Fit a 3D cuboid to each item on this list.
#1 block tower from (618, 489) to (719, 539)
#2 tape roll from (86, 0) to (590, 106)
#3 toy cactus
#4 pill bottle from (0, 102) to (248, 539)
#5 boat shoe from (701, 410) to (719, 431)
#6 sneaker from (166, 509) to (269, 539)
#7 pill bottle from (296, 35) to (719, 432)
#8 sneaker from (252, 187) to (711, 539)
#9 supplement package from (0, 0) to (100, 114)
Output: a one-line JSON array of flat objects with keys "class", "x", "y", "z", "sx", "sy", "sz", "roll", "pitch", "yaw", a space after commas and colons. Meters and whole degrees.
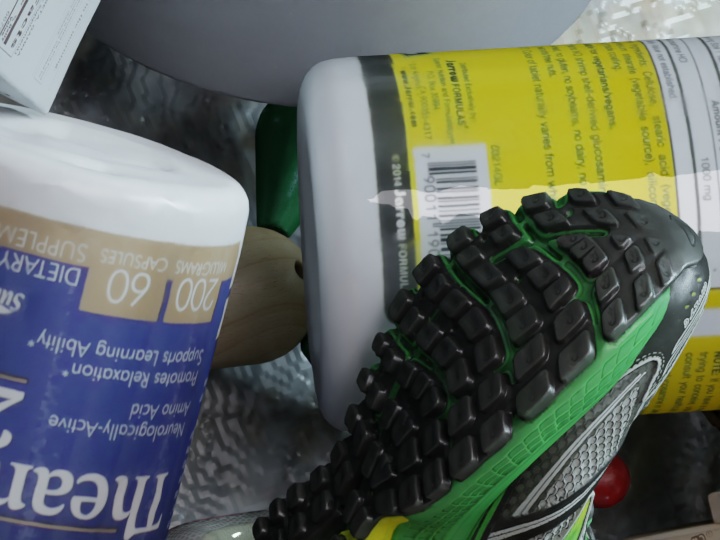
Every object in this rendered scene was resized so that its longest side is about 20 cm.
[{"class": "block tower", "x": 0.130, "y": 0.171, "z": 0.908, "sx": 0.058, "sy": 0.054, "sz": 0.201, "roll": -12, "pitch": 86, "yaw": 14}, {"class": "tape roll", "x": -0.013, "y": -0.143, "z": 0.909, "sx": 0.200, "sy": 0.066, "sz": 0.201, "roll": 3, "pitch": 45, "yaw": -3}, {"class": "toy cactus", "x": 0.000, "y": 0.000, "z": 0.916, "sx": 0.165, "sy": 0.102, "sz": 0.201, "roll": -17, "pitch": 89, "yaw": -20}, {"class": "pill bottle", "x": -0.107, "y": 0.058, "z": 0.788, "sx": 0.111, "sy": 0.111, "sz": 0.201, "roll": 11, "pitch": 99, "yaw": -22}, {"class": "boat shoe", "x": 0.126, "y": 0.002, "z": 0.933, "sx": 0.075, "sy": 0.075, "sz": 0.202, "roll": 12, "pitch": 30, "yaw": -29}, {"class": "sneaker", "x": 0.004, "y": 0.116, "z": 0.870, "sx": 0.199, "sy": 0.088, "sz": 0.082, "roll": 1, "pitch": 72, "yaw": -26}, {"class": "pill bottle", "x": 0.084, "y": -0.013, "z": 0.830, "sx": 0.199, "sy": 0.112, "sz": 0.113, "roll": -3, "pitch": 73, "yaw": -4}, {"class": "sneaker", "x": 0.037, "y": 0.058, "z": 0.767, "sx": 0.085, "sy": 0.200, "sz": 0.078, "roll": 17, "pitch": 37, "yaw": -26}, {"class": "supplement package", "x": -0.119, "y": -0.172, "z": 0.764, "sx": 0.155, "sy": 0.111, "sz": 0.200, "roll": 26, "pitch": 85, "yaw": 9}]
